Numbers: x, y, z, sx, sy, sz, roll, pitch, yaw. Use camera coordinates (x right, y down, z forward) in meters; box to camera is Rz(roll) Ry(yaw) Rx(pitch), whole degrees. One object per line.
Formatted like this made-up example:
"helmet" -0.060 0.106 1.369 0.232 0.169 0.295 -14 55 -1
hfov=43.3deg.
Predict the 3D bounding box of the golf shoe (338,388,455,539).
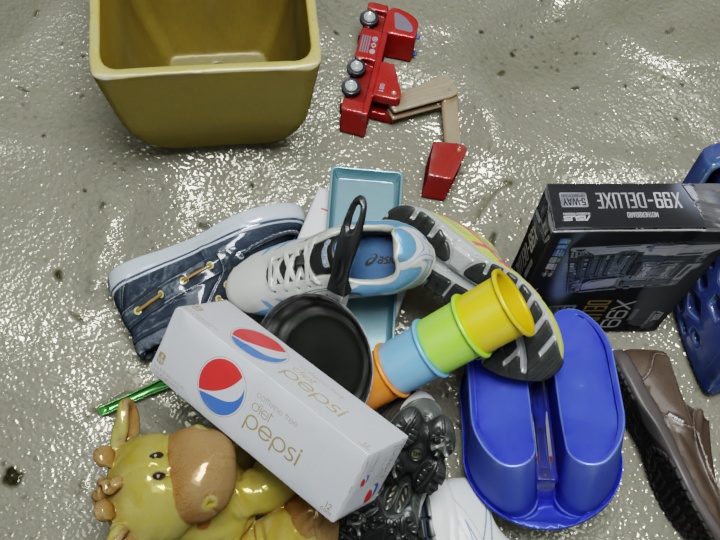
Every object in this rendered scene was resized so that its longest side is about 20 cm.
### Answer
"golf shoe" 0.020 0.192 0.788 0.078 0.095 0.201 27 105 -11

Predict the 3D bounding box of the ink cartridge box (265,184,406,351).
"ink cartridge box" -0.009 -0.001 0.876 0.115 0.068 0.201 19 68 3

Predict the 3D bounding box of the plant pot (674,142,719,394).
"plant pot" 0.398 -0.024 0.851 0.199 0.200 0.180 -17 63 -10

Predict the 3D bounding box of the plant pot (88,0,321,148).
"plant pot" -0.145 -0.218 0.881 0.194 0.200 0.195 -4 69 -6

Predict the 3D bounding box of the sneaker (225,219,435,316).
"sneaker" -0.036 -0.006 0.780 0.199 0.072 0.072 -11 67 25

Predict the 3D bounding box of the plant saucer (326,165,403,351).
"plant saucer" 0.000 0.000 0.830 0.070 0.019 0.201 5 69 -2

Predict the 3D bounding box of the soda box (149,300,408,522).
"soda box" -0.066 0.102 0.704 0.200 0.068 0.064 33 107 23

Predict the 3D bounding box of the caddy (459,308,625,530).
"caddy" 0.161 0.129 0.813 0.141 0.105 0.201 -1 50 4

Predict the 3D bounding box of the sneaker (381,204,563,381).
"sneaker" 0.109 0.012 0.801 0.200 0.090 0.078 48 115 18

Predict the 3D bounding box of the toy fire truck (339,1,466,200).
"toy fire truck" 0.051 -0.184 0.963 0.140 0.049 0.201 13 67 1

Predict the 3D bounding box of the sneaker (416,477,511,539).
"sneaker" 0.101 0.271 0.777 0.087 0.075 0.201 -3 69 -10

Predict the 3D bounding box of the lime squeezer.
"lime squeezer" -0.143 0.094 0.835 0.199 0.071 0.038 -21 110 18

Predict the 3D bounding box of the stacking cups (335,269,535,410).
"stacking cups" 0.045 0.074 0.748 0.200 0.060 0.061 -33 70 23

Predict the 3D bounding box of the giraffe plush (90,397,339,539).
"giraffe plush" -0.133 0.175 0.723 0.200 0.162 0.173 -41 48 -3

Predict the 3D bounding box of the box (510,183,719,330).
"box" 0.223 -0.006 0.825 0.157 0.200 0.050 0 62 -5

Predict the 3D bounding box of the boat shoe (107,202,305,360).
"boat shoe" -0.133 0.012 0.866 0.199 0.071 0.091 -24 73 -5

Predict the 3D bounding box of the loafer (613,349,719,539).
"loafer" 0.296 0.156 0.832 0.071 0.073 0.201 -18 71 -10

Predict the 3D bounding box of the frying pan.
"frying pan" -0.038 0.038 0.737 0.114 0.031 0.191 -1 90 28
